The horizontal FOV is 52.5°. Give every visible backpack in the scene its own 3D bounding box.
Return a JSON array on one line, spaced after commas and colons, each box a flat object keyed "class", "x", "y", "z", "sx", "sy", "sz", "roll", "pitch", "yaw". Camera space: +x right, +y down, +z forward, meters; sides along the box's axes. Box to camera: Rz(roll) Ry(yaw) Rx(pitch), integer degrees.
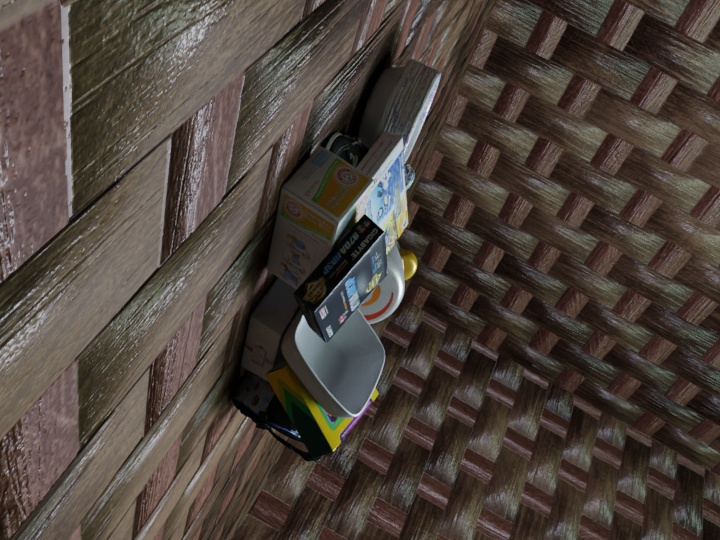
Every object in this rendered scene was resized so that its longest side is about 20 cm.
[{"class": "backpack", "x": -0.153, "y": 0.254, "z": 1.428, "sx": 0.200, "sy": 0.188, "sz": 0.157, "roll": 43, "pitch": 66, "yaw": -39}]

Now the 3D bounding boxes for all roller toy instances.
[{"class": "roller toy", "x": 0.000, "y": 0.000, "z": 1.478, "sx": 0.199, "sy": 0.182, "sz": 0.141, "roll": -38, "pitch": -152, "yaw": 23}]

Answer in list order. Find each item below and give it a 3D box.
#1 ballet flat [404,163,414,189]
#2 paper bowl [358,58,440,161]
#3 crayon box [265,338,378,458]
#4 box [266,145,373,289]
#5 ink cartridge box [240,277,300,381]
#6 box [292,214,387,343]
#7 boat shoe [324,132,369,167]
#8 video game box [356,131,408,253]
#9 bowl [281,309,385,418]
[{"class": "ballet flat", "x": 0.020, "y": -0.161, "z": 1.460, "sx": 0.198, "sy": 0.072, "sz": 0.073, "roll": -23, "pitch": -154, "yaw": 44}, {"class": "paper bowl", "x": 0.065, "y": -0.288, "z": 1.347, "sx": 0.201, "sy": 0.102, "sz": 0.205, "roll": 24, "pitch": 89, "yaw": -88}, {"class": "crayon box", "x": -0.065, "y": 0.212, "z": 1.348, "sx": 0.058, "sy": 0.175, "sz": 0.200, "roll": -25, "pitch": -172, "yaw": 34}, {"class": "box", "x": -0.065, "y": -0.069, "z": 1.121, "sx": 0.113, "sy": 0.100, "sz": 0.202, "roll": -53, "pitch": 170, "yaw": -36}, {"class": "ink cartridge box", "x": -0.159, "y": 0.117, "z": 1.335, "sx": 0.117, "sy": 0.066, "sz": 0.202, "roll": -59, "pitch": 173, "yaw": -40}, {"class": "box", "x": -0.025, "y": 0.019, "z": 1.129, "sx": 0.159, "sy": 0.046, "sz": 0.201, "roll": -48, "pitch": 166, "yaw": -12}, {"class": "boat shoe", "x": -0.024, "y": -0.185, "z": 1.229, "sx": 0.075, "sy": 0.059, "sz": 0.200, "roll": -64, "pitch": 175, "yaw": 13}, {"class": "video game box", "x": 0.023, "y": -0.103, "z": 1.264, "sx": 0.183, "sy": 0.046, "sz": 0.203, "roll": -53, "pitch": 150, "yaw": -34}, {"class": "bowl", "x": -0.055, "y": 0.145, "z": 1.287, "sx": 0.074, "sy": 0.201, "sz": 0.201, "roll": -26, "pitch": -161, "yaw": 33}]
